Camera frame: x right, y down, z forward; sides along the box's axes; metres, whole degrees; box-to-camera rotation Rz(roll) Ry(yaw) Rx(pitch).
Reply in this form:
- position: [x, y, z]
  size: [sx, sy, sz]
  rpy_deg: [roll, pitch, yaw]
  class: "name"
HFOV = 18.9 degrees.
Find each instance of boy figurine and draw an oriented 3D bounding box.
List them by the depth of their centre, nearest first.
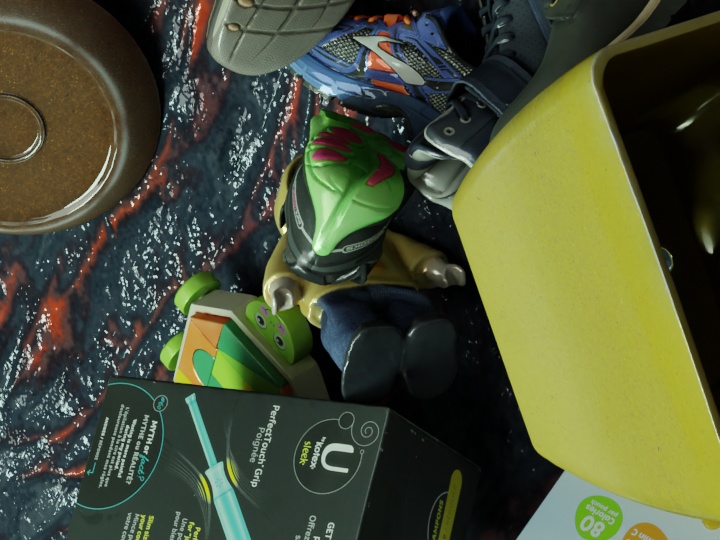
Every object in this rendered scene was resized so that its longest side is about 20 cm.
- position: [0.000, 0.000, 1.291]
  size: [0.200, 0.124, 0.065]
  rpy_deg: [-115, 26, -51]
  class: "boy figurine"

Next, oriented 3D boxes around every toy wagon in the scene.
- position: [-0.067, 0.071, 1.402]
  size: [0.155, 0.040, 0.200]
  rpy_deg: [47, 147, 20]
  class: "toy wagon"

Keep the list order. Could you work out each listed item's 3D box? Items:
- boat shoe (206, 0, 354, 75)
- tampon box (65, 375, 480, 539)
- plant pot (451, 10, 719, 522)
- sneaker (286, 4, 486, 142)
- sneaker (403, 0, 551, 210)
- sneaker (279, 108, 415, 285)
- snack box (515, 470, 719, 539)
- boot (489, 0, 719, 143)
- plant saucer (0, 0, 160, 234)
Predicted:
- position: [-0.029, -0.205, 1.243]
  size: [0.200, 0.074, 0.073]
  rpy_deg: [-58, 32, 3]
  class: "boat shoe"
- position: [-0.054, 0.159, 1.273]
  size: [0.199, 0.126, 0.150]
  rpy_deg: [4, 72, 32]
  class: "tampon box"
- position: [0.157, -0.006, 0.971]
  size: [0.176, 0.199, 0.201]
  rpy_deg: [-17, 93, 59]
  class: "plant pot"
- position: [0.033, -0.123, 1.250]
  size: [0.200, 0.075, 0.079]
  rpy_deg: [31, 111, 26]
  class: "sneaker"
- position: [0.066, -0.121, 1.149]
  size: [0.203, 0.146, 0.077]
  rpy_deg: [55, 167, 14]
  class: "sneaker"
- position: [-0.013, -0.038, 1.206]
  size: [0.077, 0.200, 0.084]
  rpy_deg: [29, 102, 4]
  class: "sneaker"
- position: [0.154, 0.168, 1.151]
  size: [0.142, 0.200, 0.053]
  rpy_deg: [29, 166, 35]
  class: "snack box"
- position: [0.099, -0.144, 1.092]
  size: [0.138, 0.200, 0.078]
  rpy_deg: [38, 163, 18]
  class: "boot"
- position: [-0.234, -0.101, 1.440]
  size: [0.199, 0.035, 0.201]
  rpy_deg: [1, 125, 1]
  class: "plant saucer"
